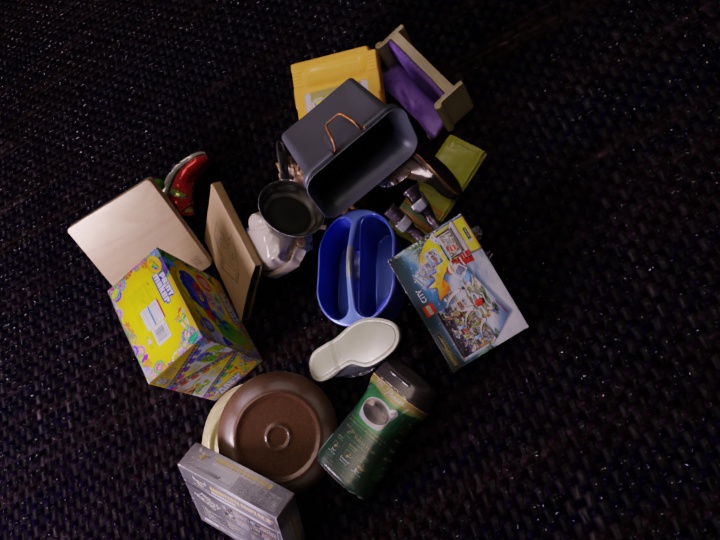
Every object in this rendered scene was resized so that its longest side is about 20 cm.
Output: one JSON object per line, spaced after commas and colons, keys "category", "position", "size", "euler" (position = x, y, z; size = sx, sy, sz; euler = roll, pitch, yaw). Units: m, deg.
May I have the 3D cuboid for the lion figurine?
{"category": "lion figurine", "position": [-0.053, -0.140, 1.204], "size": [0.198, 0.122, 0.073], "euler": [24, 82, 28]}

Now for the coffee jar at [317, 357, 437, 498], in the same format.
{"category": "coffee jar", "position": [0.028, 0.241, 1.056], "size": [0.104, 0.085, 0.201], "euler": [35, 88, 30]}

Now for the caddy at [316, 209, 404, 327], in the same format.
{"category": "caddy", "position": [0.000, 0.000, 1.140], "size": [0.139, 0.105, 0.204], "euler": [-7, 70, 22]}

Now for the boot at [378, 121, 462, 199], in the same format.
{"category": "boot", "position": [0.084, -0.167, 1.183], "size": [0.200, 0.074, 0.098], "euler": [46, 117, 21]}

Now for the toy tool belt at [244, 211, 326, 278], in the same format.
{"category": "toy tool belt", "position": [-0.145, -0.053, 1.220], "size": [0.199, 0.121, 0.127], "euler": [-11, 94, 62]}

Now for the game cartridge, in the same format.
{"category": "game cartridge", "position": [-0.036, -0.296, 1.259], "size": [0.173, 0.032, 0.204], "euler": [-7, 95, 21]}

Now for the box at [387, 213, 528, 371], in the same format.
{"category": "box", "position": [0.150, 0.033, 1.055], "size": [0.135, 0.038, 0.202], "euler": [-31, 89, 11]}

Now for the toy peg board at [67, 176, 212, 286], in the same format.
{"category": "toy peg board", "position": [-0.416, -0.066, 1.328], "size": [0.198, 0.201, 0.098], "euler": [-27, 25, 14]}

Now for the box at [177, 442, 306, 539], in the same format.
{"category": "box", "position": [-0.181, 0.370, 1.064], "size": [0.197, 0.160, 0.048], "euler": [17, 44, 27]}

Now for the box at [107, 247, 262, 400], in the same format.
{"category": "box", "position": [-0.303, 0.099, 1.191], "size": [0.122, 0.192, 0.201], "euler": [-39, 62, 6]}

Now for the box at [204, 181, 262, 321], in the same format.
{"category": "box", "position": [-0.236, -0.034, 1.242], "size": [0.021, 0.165, 0.202], "euler": [-14, 58, -28]}

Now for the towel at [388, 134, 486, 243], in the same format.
{"category": "towel", "position": [0.131, -0.139, 1.183], "size": [0.086, 0.018, 0.201], "euler": [33, 87, 28]}

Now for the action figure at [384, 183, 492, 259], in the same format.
{"category": "action figure", "position": [0.130, -0.044, 1.105], "size": [0.130, 0.069, 0.201], "euler": [-40, 86, 7]}

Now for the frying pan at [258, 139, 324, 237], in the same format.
{"category": "frying pan", "position": [-0.135, -0.129, 1.137], "size": [0.114, 0.031, 0.191], "euler": [-22, 68, -33]}

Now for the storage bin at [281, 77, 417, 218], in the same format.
{"category": "storage bin", "position": [-0.032, -0.214, 1.110], "size": [0.199, 0.146, 0.135], "euler": [-40, 59, 0]}

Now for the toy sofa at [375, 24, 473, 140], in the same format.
{"category": "toy sofa", "position": [0.103, -0.338, 1.227], "size": [0.097, 0.083, 0.201], "euler": [-40, 61, 5]}

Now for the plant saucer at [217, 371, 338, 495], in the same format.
{"category": "plant saucer", "position": [-0.132, 0.265, 1.092], "size": [0.196, 0.037, 0.205], "euler": [1, 83, -7]}

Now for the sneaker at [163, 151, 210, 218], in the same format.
{"category": "sneaker", "position": [-0.358, -0.146, 1.380], "size": [0.085, 0.077, 0.201], "euler": [39, 98, 14]}

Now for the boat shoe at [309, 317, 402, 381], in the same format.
{"category": "boat shoe", "position": [0.004, 0.129, 1.089], "size": [0.198, 0.065, 0.076], "euler": [-35, 62, 36]}

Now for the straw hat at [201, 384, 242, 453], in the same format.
{"category": "straw hat", "position": [-0.213, 0.284, 1.147], "size": [0.198, 0.085, 0.205], "euler": [-8, 69, 22]}
